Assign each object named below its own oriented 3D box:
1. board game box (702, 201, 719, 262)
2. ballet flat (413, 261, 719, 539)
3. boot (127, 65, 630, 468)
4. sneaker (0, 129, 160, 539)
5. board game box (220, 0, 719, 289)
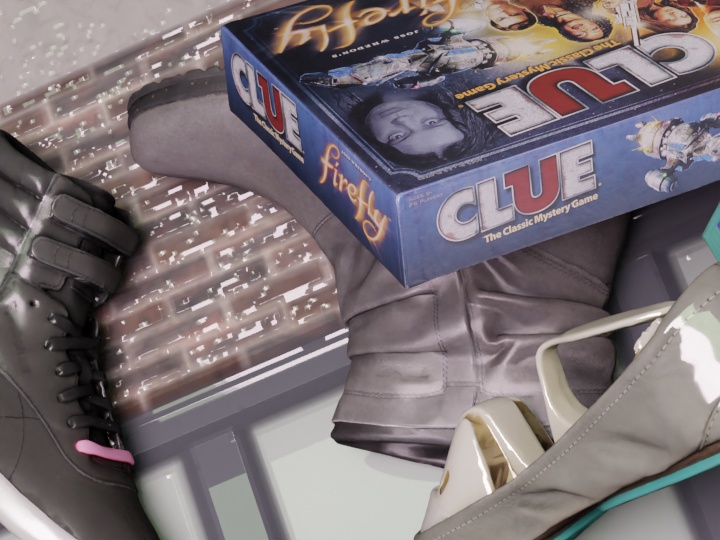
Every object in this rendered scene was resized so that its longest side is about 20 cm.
[{"bbox_3d":[0.231,0.008,0.739,0.199,0.045,0.153,-21,69,-18],"label":"board game box"},{"bbox_3d":[0.066,0.058,0.757,0.200,0.067,0.064,-39,80,42],"label":"ballet flat"},{"bbox_3d":[0.000,0.000,0.832,0.198,0.070,0.133,5,82,20],"label":"boot"},{"bbox_3d":[-0.109,0.028,0.848,0.099,0.071,0.200,-44,65,5],"label":"sneaker"},{"bbox_3d":[0.072,-0.068,0.768,0.199,0.035,0.135,-19,35,-20],"label":"board game box"}]
